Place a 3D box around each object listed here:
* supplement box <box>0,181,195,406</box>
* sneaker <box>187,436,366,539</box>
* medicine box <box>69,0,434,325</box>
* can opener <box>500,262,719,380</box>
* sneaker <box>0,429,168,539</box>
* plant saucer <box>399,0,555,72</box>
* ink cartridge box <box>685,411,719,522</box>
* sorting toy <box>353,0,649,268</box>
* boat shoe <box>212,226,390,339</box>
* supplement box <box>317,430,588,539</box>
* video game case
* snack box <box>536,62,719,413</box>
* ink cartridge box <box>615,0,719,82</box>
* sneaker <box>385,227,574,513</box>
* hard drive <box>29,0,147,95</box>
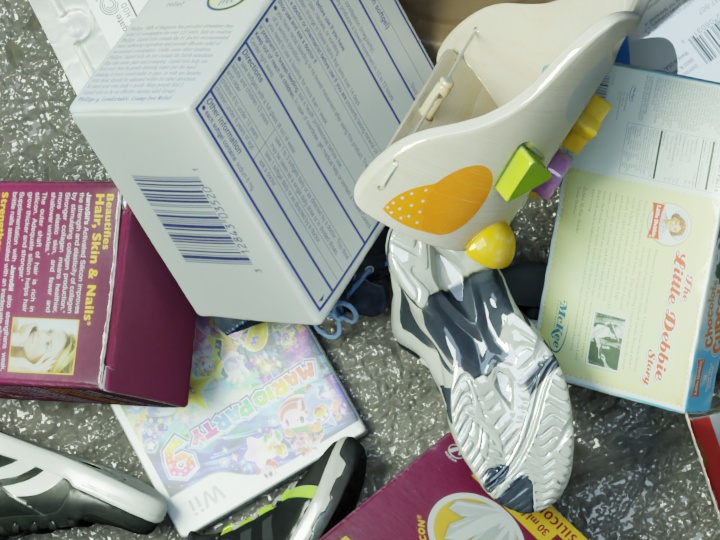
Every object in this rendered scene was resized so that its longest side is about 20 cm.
[{"bbox_3d":[-0.213,0.014,1.704,0.199,0.103,0.132,2,81,29],"label":"supplement box"},{"bbox_3d":[-0.074,0.183,1.713,0.083,0.072,0.201,33,87,12],"label":"sneaker"},{"bbox_3d":[-0.055,-0.100,1.635,0.102,0.183,0.200,3,47,38],"label":"medicine box"},{"bbox_3d":[0.177,0.037,1.709,0.198,0.053,0.067,9,83,9],"label":"can opener"},{"bbox_3d":[-0.229,0.167,1.742,0.199,0.073,0.113,18,88,18],"label":"sneaker"},{"bbox_3d":[0.082,-0.213,1.728,0.199,0.029,0.201,-11,59,19],"label":"plant saucer"},{"bbox_3d":[0.244,0.161,1.607,0.050,0.200,0.162,-19,80,4],"label":"ink cartridge box"},{"bbox_3d":[0.108,-0.112,1.564,0.107,0.200,0.180,39,123,-6],"label":"sorting toy"},{"bbox_3d":[0.000,0.000,1.717,0.199,0.084,0.069,-26,92,-3],"label":"boat shoe"},{"bbox_3d":[0.034,0.206,1.627,0.131,0.103,0.200,43,48,12],"label":"supplement box"},{"bbox_3d":[-0.104,0.056,1.762,0.143,0.018,0.201,-30,79,2],"label":"video game case"},{"bbox_3d":[0.177,-0.022,1.633,0.116,0.037,0.202,15,98,35],"label":"snack box"},{"bbox_3d":[0.228,-0.095,1.704,0.146,0.084,0.201,-35,79,2],"label":"ink cartridge box"},{"bbox_3d":[0.072,0.053,1.659,0.079,0.130,0.200,-30,91,0],"label":"sneaker"},{"bbox_3d":[-0.123,-0.200,1.792,0.199,0.038,0.140,-28,79,4],"label":"hard drive"}]
